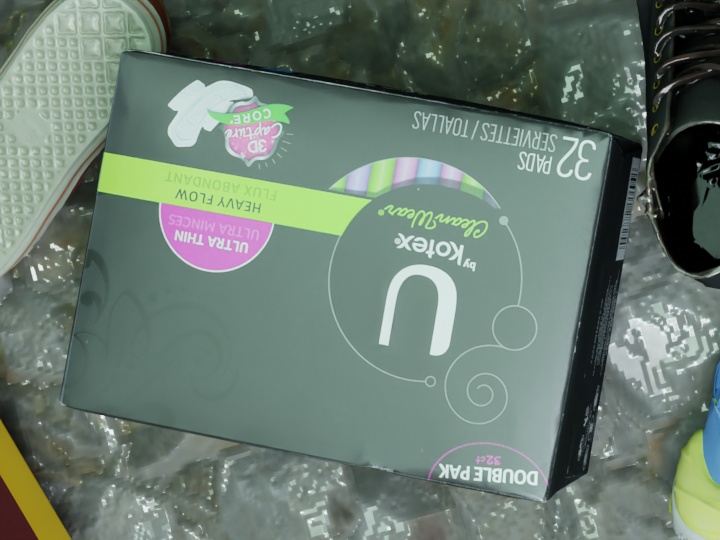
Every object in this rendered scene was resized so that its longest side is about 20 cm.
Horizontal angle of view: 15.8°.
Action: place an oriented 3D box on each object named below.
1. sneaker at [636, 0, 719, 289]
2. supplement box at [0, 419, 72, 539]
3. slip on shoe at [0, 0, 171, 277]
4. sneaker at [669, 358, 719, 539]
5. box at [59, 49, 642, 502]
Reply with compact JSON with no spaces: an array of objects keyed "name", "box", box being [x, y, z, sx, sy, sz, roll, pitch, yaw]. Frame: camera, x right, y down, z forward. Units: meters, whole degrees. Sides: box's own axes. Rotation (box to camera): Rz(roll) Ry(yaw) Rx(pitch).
[{"name":"sneaker","box":[0.145,-0.093,1.027,0.075,0.106,0.200,-5,89,13]},{"name":"supplement box","box":[-0.253,0.104,1.056,0.133,0.200,0.197,-36,82,31]},{"name":"slip on shoe","box":[-0.151,-0.053,1.123,0.074,0.061,0.200,45,113,-3]},{"name":"sneaker","box":[0.224,0.074,1.026,0.200,0.076,0.105,6,91,14]},{"name":"box","box":[0.000,0.000,1.053,0.200,0.124,0.149,10,92,11]}]
